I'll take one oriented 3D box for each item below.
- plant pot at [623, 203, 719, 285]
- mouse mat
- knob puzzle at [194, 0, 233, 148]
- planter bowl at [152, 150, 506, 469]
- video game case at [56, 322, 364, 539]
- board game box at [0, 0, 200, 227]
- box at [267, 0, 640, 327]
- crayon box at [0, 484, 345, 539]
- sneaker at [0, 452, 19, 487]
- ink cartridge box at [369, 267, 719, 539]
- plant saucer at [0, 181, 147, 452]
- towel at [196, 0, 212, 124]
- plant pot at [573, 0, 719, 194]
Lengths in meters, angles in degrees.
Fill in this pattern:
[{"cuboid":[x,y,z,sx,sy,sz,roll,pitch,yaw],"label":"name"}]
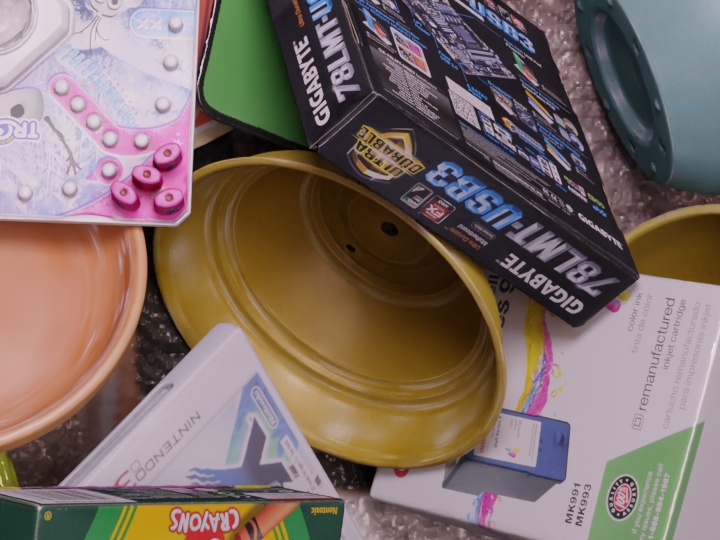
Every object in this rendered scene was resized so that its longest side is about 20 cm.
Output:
[{"cuboid":[0.213,0.080,1.322,0.142,0.199,0.201,22,82,-47],"label":"plant pot"},{"cuboid":[-0.008,-0.155,1.274,0.160,0.008,0.201,20,75,-39],"label":"mouse mat"},{"cuboid":[-0.103,-0.151,1.235,0.218,0.030,0.221,1,87,-23],"label":"knob puzzle"},{"cuboid":[0.000,0.000,1.239,0.201,0.200,0.084,49,49,-15],"label":"planter bowl"},{"cuboid":[-0.079,0.160,1.229,0.182,0.022,0.201,-46,124,-28],"label":"video game case"},{"cuboid":[-0.178,-0.125,1.176,0.199,0.026,0.201,2,79,-3],"label":"board game box"},{"cuboid":[0.039,-0.091,1.205,0.050,0.199,0.200,-41,131,21],"label":"box"},{"cuboid":[-0.101,0.192,1.152,0.199,0.058,0.174,5,92,-47],"label":"crayon box"},{"cuboid":[-0.210,0.116,1.199,0.083,0.074,0.201,-13,87,-24],"label":"sneaker"},{"cuboid":[0.116,0.075,1.252,0.087,0.199,0.146,22,82,-43],"label":"ink cartridge box"},{"cuboid":[-0.202,0.006,1.172,0.199,0.038,0.201,2,60,-4],"label":"plant saucer"},{"cuboid":[-0.087,-0.151,1.270,0.199,0.023,0.145,-20,96,-22],"label":"towel"},{"cuboid":[0.210,-0.133,1.304,0.160,0.201,0.202,-22,99,-7],"label":"plant pot"}]
